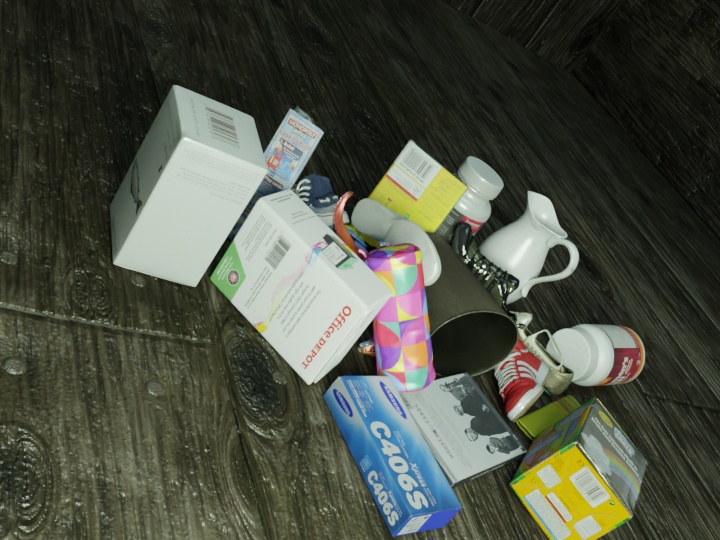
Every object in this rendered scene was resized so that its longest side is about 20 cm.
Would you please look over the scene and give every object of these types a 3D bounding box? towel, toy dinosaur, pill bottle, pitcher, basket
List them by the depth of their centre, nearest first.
[{"bbox_3d":[-0.009,0.027,1.141,0.181,0.200,0.105,41,54,2],"label":"toy dinosaur"},{"bbox_3d":[0.132,0.047,1.297,0.178,0.137,0.201,14,33,-37],"label":"basket"},{"bbox_3d":[0.325,0.255,1.341,0.086,0.018,0.198,46,30,25],"label":"towel"},{"bbox_3d":[0.162,-0.099,1.463,0.109,0.201,0.112,27,30,-17],"label":"pill bottle"},{"bbox_3d":[0.295,-0.014,1.496,0.120,0.201,0.173,13,37,-38],"label":"pitcher"},{"bbox_3d":[0.428,0.154,1.506,0.198,0.110,0.110,5,42,-45],"label":"pill bottle"}]

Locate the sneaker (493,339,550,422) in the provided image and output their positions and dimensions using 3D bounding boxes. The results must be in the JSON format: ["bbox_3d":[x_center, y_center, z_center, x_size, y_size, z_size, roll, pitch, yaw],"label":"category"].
[{"bbox_3d":[0.236,0.161,1.312,0.113,0.071,0.200,46,21,5],"label":"sneaker"}]

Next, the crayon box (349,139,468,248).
[{"bbox_3d":[0.072,-0.100,1.384,0.126,0.201,0.051,38,10,1],"label":"crayon box"}]

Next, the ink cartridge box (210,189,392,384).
[{"bbox_3d":[-0.078,0.020,1.070,0.200,0.146,0.084,44,29,12],"label":"ink cartridge box"}]

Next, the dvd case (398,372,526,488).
[{"bbox_3d":[0.137,0.219,1.162,0.198,0.025,0.151,-3,49,-50],"label":"dvd case"}]

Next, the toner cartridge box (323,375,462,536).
[{"bbox_3d":[0.037,0.222,1.021,0.094,0.043,0.202,9,40,-44],"label":"toner cartridge box"}]

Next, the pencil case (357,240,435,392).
[{"bbox_3d":[0.051,0.060,1.110,0.088,0.087,0.204,-36,120,-61],"label":"pencil case"}]

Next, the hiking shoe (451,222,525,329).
[{"bbox_3d":[0.217,0.011,1.397,0.076,0.099,0.204,-37,111,-70],"label":"hiking shoe"}]

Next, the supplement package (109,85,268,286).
[{"bbox_3d":[-0.218,-0.100,1.022,0.116,0.201,0.118,17,34,-33],"label":"supplement package"}]

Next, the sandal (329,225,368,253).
[{"bbox_3d":[0.000,0.000,1.247,0.200,0.080,0.087,43,5,26],"label":"sandal"}]

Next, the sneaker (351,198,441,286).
[{"bbox_3d":[0.072,-0.042,1.257,0.088,0.076,0.200,21,19,-46],"label":"sneaker"}]

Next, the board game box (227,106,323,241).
[{"bbox_3d":[-0.115,-0.158,1.226,0.061,0.201,0.201,32,29,-8],"label":"board game box"}]

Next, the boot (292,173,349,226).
[{"bbox_3d":[-0.091,-0.098,1.285,0.092,0.072,0.199,65,23,5],"label":"boot"}]

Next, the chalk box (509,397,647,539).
[{"bbox_3d":[0.314,0.277,1.165,0.125,0.124,0.199,51,29,6],"label":"chalk box"}]

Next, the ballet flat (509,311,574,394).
[{"bbox_3d":[0.293,0.122,1.431,0.200,0.076,0.067,48,31,17],"label":"ballet flat"}]
